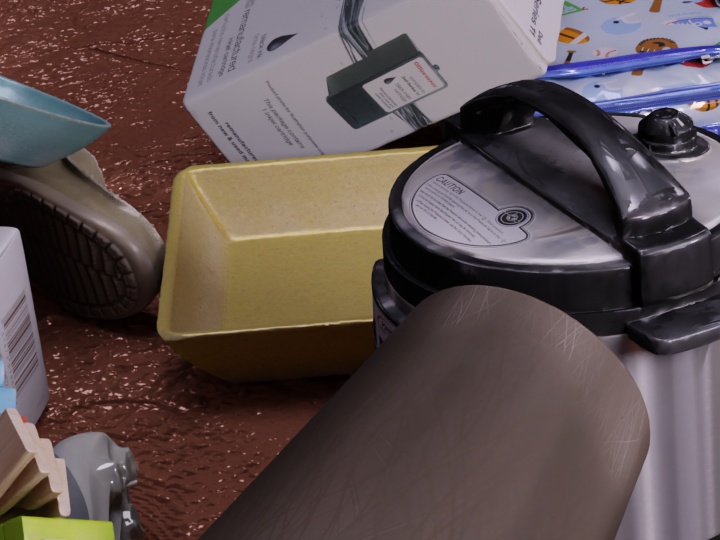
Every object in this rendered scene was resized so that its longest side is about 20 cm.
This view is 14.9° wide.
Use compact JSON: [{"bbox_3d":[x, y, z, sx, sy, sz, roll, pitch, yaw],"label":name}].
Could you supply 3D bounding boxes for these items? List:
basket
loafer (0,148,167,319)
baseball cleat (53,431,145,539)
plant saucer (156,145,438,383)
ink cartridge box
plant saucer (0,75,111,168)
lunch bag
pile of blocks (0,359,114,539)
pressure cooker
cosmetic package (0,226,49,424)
[{"bbox_3d":[0.021,0.111,1.052,0.180,0.136,0.200,4,42,36],"label":"basket"},{"bbox_3d":[-0.161,-0.033,1.496,0.068,0.076,0.200,-30,34,-30],"label":"loafer"},{"bbox_3d":[-0.146,0.140,1.179,0.106,0.070,0.200,-16,21,9],"label":"baseball cleat"},{"bbox_3d":[0.000,0.000,1.432,0.199,0.049,0.200,-5,27,2],"label":"plant saucer"},{"bbox_3d":[0.012,-0.146,1.562,0.199,0.083,0.147,-22,34,27],"label":"ink cartridge box"},{"bbox_3d":[-0.230,-0.094,1.442,0.199,0.036,0.200,20,4,-1],"label":"plant saucer"},{"bbox_3d":[0.143,-0.106,1.590,0.199,0.076,0.160,-9,29,-4],"label":"lunch bag"},{"bbox_3d":[-0.139,0.077,1.082,0.062,0.082,0.200,9,43,-46],"label":"pile of blocks"},{"bbox_3d":[0.096,0.016,1.212,0.175,0.201,0.179,6,29,20],"label":"pressure cooker"},{"bbox_3d":[-0.261,0.032,1.358,0.199,0.102,0.074,1,28,16],"label":"cosmetic package"}]
